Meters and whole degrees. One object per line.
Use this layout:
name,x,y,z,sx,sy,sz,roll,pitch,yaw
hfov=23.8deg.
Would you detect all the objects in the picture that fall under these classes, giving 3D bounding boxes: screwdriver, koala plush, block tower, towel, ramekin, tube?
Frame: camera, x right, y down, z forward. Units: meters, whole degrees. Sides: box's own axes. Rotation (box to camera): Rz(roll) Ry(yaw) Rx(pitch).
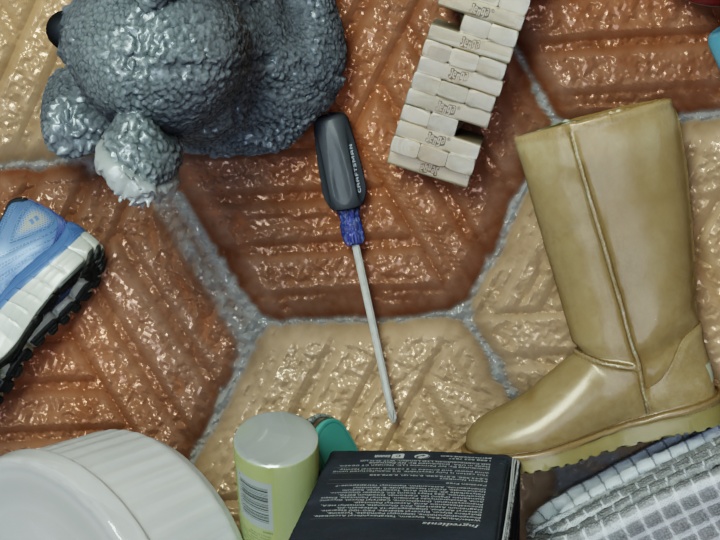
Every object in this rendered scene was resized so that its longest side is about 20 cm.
screwdriver,0.000,0.000,1.068,0.028,0.029,0.201,-11,94,8
koala plush,-0.104,-0.130,0.972,0.183,0.200,0.178,15,101,3
block tower,0.072,-0.152,1.023,0.058,0.054,0.201,17,102,2
towel,0.222,0.187,1.053,0.199,0.086,0.166,-28,97,10
ramekin,-0.152,0.192,1.053,0.202,0.094,0.203,19,120,37
tube,-0.049,0.178,1.053,0.052,0.058,0.201,9,125,12

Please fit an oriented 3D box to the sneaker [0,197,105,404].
sneaker,-0.255,0.037,1.080,0.089,0.079,0.200,40,82,13

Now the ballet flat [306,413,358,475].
ballet flat,0.000,0.186,1.095,0.072,0.072,0.201,-27,96,10

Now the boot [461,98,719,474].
boot,0.126,0.011,1.046,0.174,0.066,0.201,-14,98,-1

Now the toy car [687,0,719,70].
toy car,0.239,-0.207,0.920,0.176,0.200,0.185,-23,97,10

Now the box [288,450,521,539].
box,0.027,0.225,0.957,0.123,0.197,0.201,1,101,6
